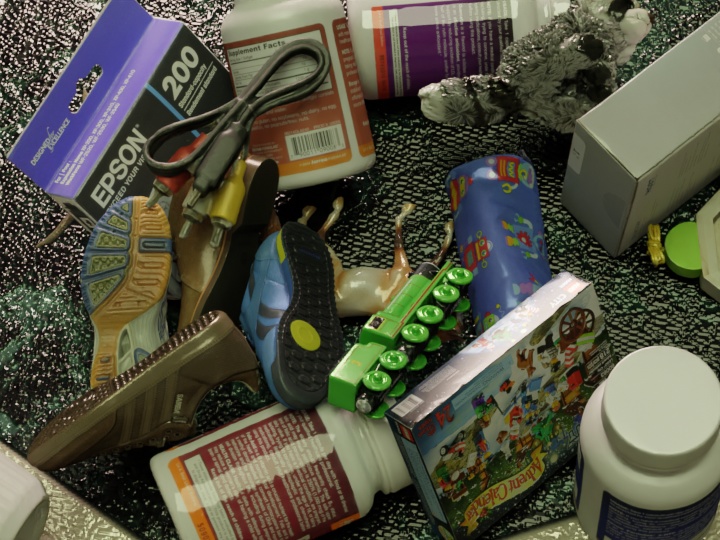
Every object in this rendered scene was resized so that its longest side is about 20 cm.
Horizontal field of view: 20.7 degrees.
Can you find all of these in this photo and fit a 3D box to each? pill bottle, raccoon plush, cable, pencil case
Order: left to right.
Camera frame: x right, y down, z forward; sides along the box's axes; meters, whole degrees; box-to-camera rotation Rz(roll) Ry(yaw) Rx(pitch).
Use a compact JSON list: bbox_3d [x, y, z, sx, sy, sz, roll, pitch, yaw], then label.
[{"bbox_3d":[-0.108,-0.119,1.650,0.097,0.050,0.200,32,71,6],"label":"cable"},{"bbox_3d":[-0.059,0.165,1.597,0.199,0.114,0.114,-23,63,-8],"label":"pill bottle"},{"bbox_3d":[-0.059,-0.177,1.729,0.112,0.112,0.201,-12,97,-3],"label":"pill bottle"},{"bbox_3d":[0.089,-0.218,1.790,0.199,0.113,0.113,-4,62,1],"label":"pill bottle"},{"bbox_3d":[0.128,-0.004,1.696,0.087,0.078,0.201,13,54,-35],"label":"pencil case"},{"bbox_3d":[0.154,-0.199,1.716,0.199,0.097,0.134,4,44,9],"label":"raccoon plush"},{"bbox_3d":[0.229,0.142,1.542,0.119,0.200,0.120,-1,63,3],"label":"pill bottle"}]

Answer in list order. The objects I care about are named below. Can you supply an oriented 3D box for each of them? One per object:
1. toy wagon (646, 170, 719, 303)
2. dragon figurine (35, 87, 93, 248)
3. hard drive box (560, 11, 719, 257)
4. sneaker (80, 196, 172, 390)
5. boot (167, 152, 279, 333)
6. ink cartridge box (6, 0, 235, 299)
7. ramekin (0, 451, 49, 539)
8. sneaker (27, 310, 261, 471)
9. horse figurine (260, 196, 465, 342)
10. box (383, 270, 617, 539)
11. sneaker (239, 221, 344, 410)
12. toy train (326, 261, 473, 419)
[{"bbox_3d":[0.347,-0.022,1.713,0.199,0.040,0.156,-3,62,3],"label":"toy wagon"},{"bbox_3d":[-0.224,-0.100,1.772,0.059,0.099,0.201,11,77,18],"label":"dragon figurine"},{"bbox_3d":[0.276,-0.124,1.702,0.200,0.156,0.077,-37,71,-16],"label":"hard drive box"},{"bbox_3d":[-0.195,0.039,1.662,0.075,0.088,0.201,4,84,1],"label":"sneaker"},{"bbox_3d":[-0.133,-0.008,1.695,0.075,0.074,0.201,17,92,23],"label":"boot"},{"bbox_3d":[-0.182,-0.112,1.714,0.043,0.200,0.199,0,54,48],"label":"ink cartridge box"},{"bbox_3d":[-0.319,0.227,1.541,0.094,0.202,0.203,25,66,2],"label":"ramekin"},{"bbox_3d":[-0.171,0.116,1.575,0.200,0.070,0.076,-34,103,7],"label":"sneaker"},{"bbox_3d":[0.000,0.000,1.716,0.199,0.050,0.133,8,61,5],"label":"horse figurine"},{"bbox_3d":[0.123,0.112,1.591,0.200,0.137,0.038,-37,36,-21],"label":"box"},{"bbox_3d":[-0.062,0.050,1.623,0.066,0.078,0.200,28,35,-27],"label":"sneaker"},{"bbox_3d":[0.033,0.052,1.602,0.056,0.042,0.200,18,38,19],"label":"toy train"}]
